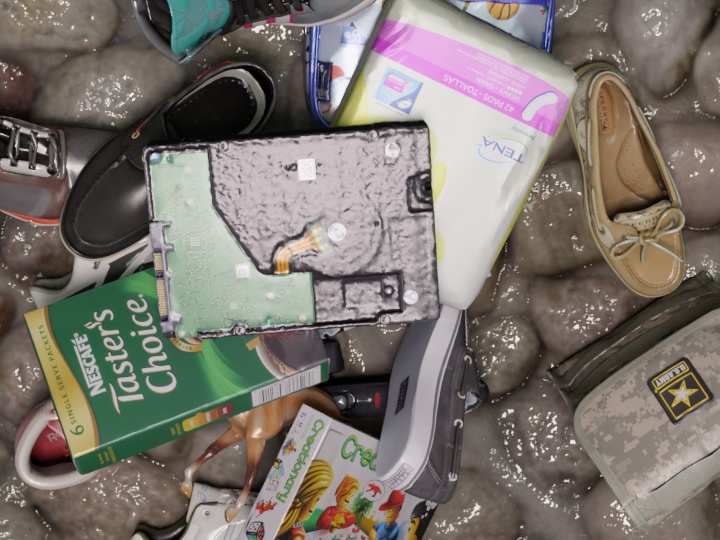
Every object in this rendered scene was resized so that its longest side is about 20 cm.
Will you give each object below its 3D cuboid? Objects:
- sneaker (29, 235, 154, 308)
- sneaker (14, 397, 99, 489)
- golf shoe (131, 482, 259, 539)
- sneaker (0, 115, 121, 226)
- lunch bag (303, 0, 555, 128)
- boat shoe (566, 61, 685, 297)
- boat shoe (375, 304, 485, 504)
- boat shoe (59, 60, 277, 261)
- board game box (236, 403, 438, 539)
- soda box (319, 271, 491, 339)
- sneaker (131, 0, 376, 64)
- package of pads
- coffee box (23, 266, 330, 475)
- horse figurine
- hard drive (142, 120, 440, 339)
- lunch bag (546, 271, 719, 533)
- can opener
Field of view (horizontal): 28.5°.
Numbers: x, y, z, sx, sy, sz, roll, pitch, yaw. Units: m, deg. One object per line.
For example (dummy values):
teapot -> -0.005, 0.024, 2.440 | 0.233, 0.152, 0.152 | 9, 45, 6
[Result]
sneaker -> -0.176, -0.020, 1.110 | 0.200, 0.074, 0.089 | -41, 104, 6
sneaker -> -0.192, 0.105, 1.124 | 0.199, 0.105, 0.076 | -35, 102, 4
golf shoe -> -0.099, 0.211, 1.172 | 0.199, 0.078, 0.098 | -30, 97, 2
sneaker -> -0.264, -0.081, 1.074 | 0.198, 0.082, 0.078 | -4, 71, -3
lunch bag -> 0.047, -0.179, 1.089 | 0.198, 0.076, 0.162 | 3, 101, -6
boat shoe -> 0.212, -0.066, 1.131 | 0.073, 0.063, 0.201 | -24, 104, 1
boat shoe -> 0.065, 0.095, 1.105 | 0.066, 0.201, 0.070 | 31, 131, -15
boat shoe -> -0.145, -0.086, 1.063 | 0.201, 0.063, 0.074 | -44, 101, -18
board game box -> -0.010, 0.191, 1.115 | 0.200, 0.034, 0.127 | 32, 83, -54
soda box -> 0.000, 0.000, 1.127 | 0.198, 0.068, 0.064 | -21, 112, 2
sneaker -> -0.087, -0.198, 1.003 | 0.199, 0.121, 0.084 | -1, 112, 35
package of pads -> 0.054, -0.087, 1.037 | 0.153, 0.068, 0.201 | 24, 103, -10
coffee box -> -0.134, 0.056, 1.037 | 0.198, 0.044, 0.124 | -19, 68, -11
horse figurine -> -0.117, 0.096, 1.080 | 0.200, 0.050, 0.133 | 39, 67, 4
hard drive -> -0.047, -0.028, 0.991 | 0.198, 0.038, 0.141 | -5, 103, -2
lunch bag -> 0.250, 0.103, 1.103 | 0.163, 0.200, 0.118 | -34, 104, 5
can opener -> 0.007, 0.099, 1.156 | 0.198, 0.063, 0.079 | 3, 103, -4
